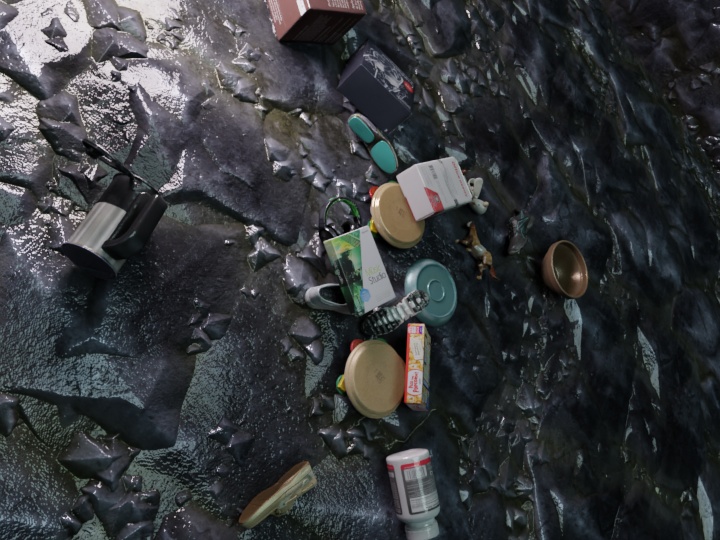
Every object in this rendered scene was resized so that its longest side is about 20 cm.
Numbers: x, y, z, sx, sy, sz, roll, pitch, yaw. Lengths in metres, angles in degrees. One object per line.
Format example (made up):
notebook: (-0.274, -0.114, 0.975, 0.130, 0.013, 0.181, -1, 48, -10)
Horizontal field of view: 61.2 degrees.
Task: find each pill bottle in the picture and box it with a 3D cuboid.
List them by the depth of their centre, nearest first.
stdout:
pill bottle: (0.134, 0.550, 1.499, 0.110, 0.111, 0.201, -4, 80, -38)

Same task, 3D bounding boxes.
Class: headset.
headset: (-0.040, -0.090, 1.564, 0.123, 0.094, 0.201, -10, 99, -38)

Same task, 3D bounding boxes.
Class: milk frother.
milk frother: (-0.497, -0.119, 1.170, 0.200, 0.180, 0.189, 39, 56, -26)

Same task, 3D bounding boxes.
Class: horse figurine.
horse figurine: (0.363, -0.052, 1.881, 0.200, 0.050, 0.132, 55, 35, -1)

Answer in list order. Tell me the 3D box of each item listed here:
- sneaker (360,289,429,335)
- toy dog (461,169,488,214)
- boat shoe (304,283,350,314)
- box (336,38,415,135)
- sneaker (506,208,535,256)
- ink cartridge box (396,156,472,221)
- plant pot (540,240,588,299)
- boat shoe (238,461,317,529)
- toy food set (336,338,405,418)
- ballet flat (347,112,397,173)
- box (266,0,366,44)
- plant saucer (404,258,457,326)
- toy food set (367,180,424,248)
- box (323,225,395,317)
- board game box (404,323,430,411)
sneaker: (0.087, 0.119, 1.618, 0.199, 0.091, 0.067, -29, 85, -14)
toy dog: (0.337, -0.258, 1.898, 0.199, 0.096, 0.133, 14, 69, -33)
boat shoe: (-0.040, 0.070, 1.532, 0.200, 0.071, 0.070, 5, 74, -36)
box: (0.050, -0.518, 1.717, 0.200, 0.104, 0.183, 37, 38, -23)
sneaker: (0.516, -0.127, 2.024, 0.079, 0.075, 0.200, 37, 50, -7)
ink cartridge box: (0.216, -0.236, 1.754, 0.200, 0.083, 0.147, -20, 86, -46)
plant pot: (0.682, 0.005, 2.086, 0.200, 0.093, 0.202, 12, 69, -35)
boat shoe: (-0.172, 0.495, 1.312, 0.200, 0.072, 0.065, -31, 95, -44)
toy food set: (0.035, 0.269, 1.535, 0.198, 0.049, 0.200, 45, 56, -21)
ballet flat: (0.045, -0.369, 1.732, 0.200, 0.072, 0.072, 50, 54, -16)
box: (-0.123, -0.730, 1.643, 0.199, 0.164, 0.167, -13, 86, -38)
plant saucer: (0.212, 0.060, 1.756, 0.199, 0.027, 0.201, 12, 69, -35)
toy food set: (0.103, -0.158, 1.722, 0.197, 0.049, 0.201, 25, 63, -29)
box: (0.000, 0.000, 1.516, 0.144, 0.036, 0.201, -24, 93, -45)
board game box: (0.151, 0.255, 1.585, 0.152, 0.046, 0.201, 59, 34, -66)
